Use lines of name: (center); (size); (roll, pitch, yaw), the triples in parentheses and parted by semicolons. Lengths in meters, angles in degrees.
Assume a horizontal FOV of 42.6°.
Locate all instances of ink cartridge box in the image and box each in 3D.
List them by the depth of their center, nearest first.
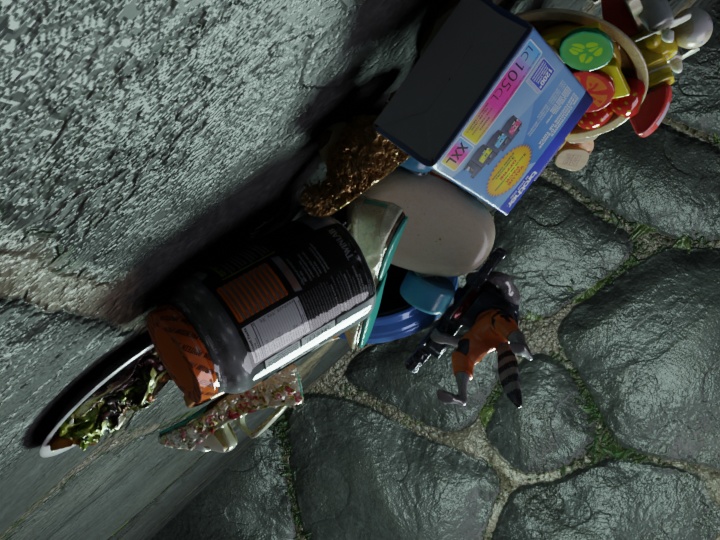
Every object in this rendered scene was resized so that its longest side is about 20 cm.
ink cartridge box: (0.119, -0.134, 0.808); (0.137, 0.076, 0.200); (-54, 151, 10)

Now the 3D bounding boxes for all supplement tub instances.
supplement tub: (-0.095, 0.036, 0.889); (0.200, 0.123, 0.123); (-29, 168, -26)

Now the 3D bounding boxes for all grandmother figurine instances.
grandmother figurine: (0.236, -0.205, 1.179); (0.060, 0.200, 0.121); (10, 126, -23)

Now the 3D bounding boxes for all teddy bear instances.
teddy bear: (0.002, -0.113, 0.879); (0.145, 0.067, 0.200); (-36, -176, 30)

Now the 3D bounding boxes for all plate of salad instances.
plate of salad: (-0.251, 0.137, 0.984); (0.200, 0.048, 0.200); (-42, 172, -7)

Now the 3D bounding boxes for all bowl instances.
bowl: (0.023, 0.004, 1.177); (0.201, 0.200, 0.039); (-40, 139, -23)

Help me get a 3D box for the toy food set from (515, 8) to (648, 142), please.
toy food set: (0.202, -0.200, 0.986); (0.200, 0.198, 0.049); (-7, -127, 34)

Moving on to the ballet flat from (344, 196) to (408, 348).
ballet flat: (0.000, 0.000, 0.981); (0.067, 0.062, 0.200); (-58, 169, -48)

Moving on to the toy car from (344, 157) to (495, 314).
toy car: (0.058, -0.083, 1.103); (0.200, 0.177, 0.185); (-108, -140, -64)

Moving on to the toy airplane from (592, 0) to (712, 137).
toy airplane: (0.325, -0.279, 1.050); (0.141, 0.199, 0.200); (-4, -138, 23)

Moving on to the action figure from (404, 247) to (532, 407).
action figure: (0.138, 0.086, 1.088); (0.200, 0.104, 0.194); (-53, -170, 32)

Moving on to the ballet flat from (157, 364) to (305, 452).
ballet flat: (-0.147, 0.170, 1.056); (0.200, 0.064, 0.076); (-32, 174, 21)

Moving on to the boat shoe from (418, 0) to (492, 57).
boat shoe: (0.099, -0.188, 0.861); (0.075, 0.075, 0.202); (-41, 173, -11)

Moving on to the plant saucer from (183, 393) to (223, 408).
plant saucer: (-0.114, 0.090, 1.040); (0.200, 0.038, 0.200); (-30, 174, -4)
